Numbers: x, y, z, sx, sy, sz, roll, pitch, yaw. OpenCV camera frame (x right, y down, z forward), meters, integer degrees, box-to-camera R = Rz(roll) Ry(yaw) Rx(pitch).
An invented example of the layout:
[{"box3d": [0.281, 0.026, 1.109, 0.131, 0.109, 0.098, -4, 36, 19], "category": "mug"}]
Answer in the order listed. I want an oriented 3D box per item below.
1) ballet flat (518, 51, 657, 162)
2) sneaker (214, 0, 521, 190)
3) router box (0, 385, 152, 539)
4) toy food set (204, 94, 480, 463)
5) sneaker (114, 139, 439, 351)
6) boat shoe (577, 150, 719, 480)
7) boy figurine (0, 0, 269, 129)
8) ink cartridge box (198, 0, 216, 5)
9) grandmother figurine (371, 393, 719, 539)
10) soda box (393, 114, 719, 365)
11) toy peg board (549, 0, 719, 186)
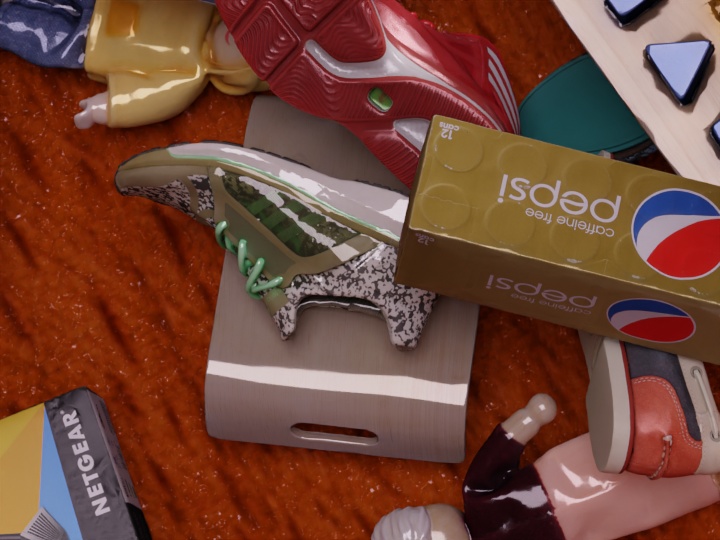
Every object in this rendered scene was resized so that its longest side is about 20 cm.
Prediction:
[{"box3d": [0.177, -0.102, 1.574, 0.199, 0.074, 0.075, -22, 74, 35], "category": "ballet flat"}, {"box3d": [0.005, -0.118, 1.540, 0.078, 0.116, 0.200, -41, 93, 19], "category": "sneaker"}, {"box3d": [-0.178, 0.184, 1.569, 0.148, 0.051, 0.201, -22, 77, 3], "category": "router box"}, {"box3d": [0.000, 0.000, 1.592, 0.142, 0.060, 0.201, 6, 71, 8], "category": "toy food set"}, {"box3d": [-0.043, -0.011, 1.533, 0.199, 0.077, 0.089, 15, 81, 13], "category": "sneaker"}, {"box3d": [0.148, 0.023, 1.513, 0.062, 0.071, 0.201, 3, 50, -7], "category": "boat shoe"}, {"box3d": [-0.123, -0.133, 1.625, 0.199, 0.064, 0.125, 15, 72, 12], "category": "boy figurine"}, {"box3d": [-0.068, -0.190, 1.542, 0.199, 0.039, 0.100, 12, 104, -21], "category": "ink cartridge box"}, {"box3d": [0.102, 0.126, 1.549, 0.199, 0.061, 0.122, -19, 90, 5], "category": "grandmother figurine"}, {"box3d": [0.120, -0.012, 1.448, 0.198, 0.064, 0.068, 14, 63, 0], "category": "soda box"}, {"box3d": [0.200, -0.159, 1.443, 0.199, 0.098, 0.201, -37, 85, 5], "category": "toy peg board"}]
